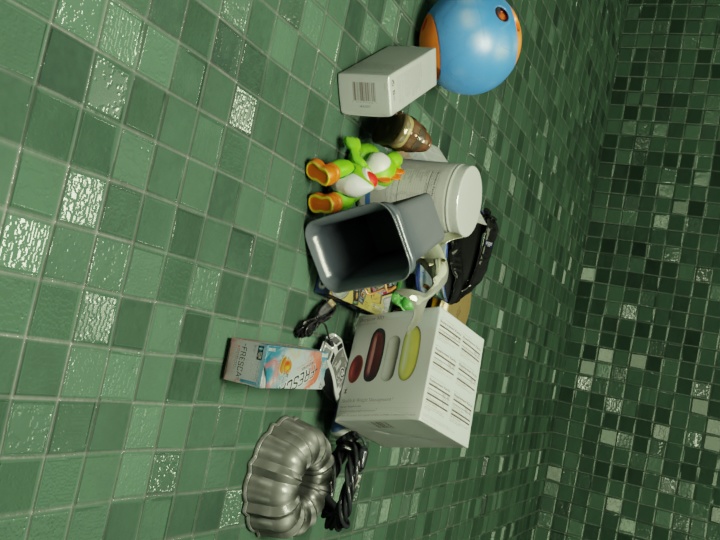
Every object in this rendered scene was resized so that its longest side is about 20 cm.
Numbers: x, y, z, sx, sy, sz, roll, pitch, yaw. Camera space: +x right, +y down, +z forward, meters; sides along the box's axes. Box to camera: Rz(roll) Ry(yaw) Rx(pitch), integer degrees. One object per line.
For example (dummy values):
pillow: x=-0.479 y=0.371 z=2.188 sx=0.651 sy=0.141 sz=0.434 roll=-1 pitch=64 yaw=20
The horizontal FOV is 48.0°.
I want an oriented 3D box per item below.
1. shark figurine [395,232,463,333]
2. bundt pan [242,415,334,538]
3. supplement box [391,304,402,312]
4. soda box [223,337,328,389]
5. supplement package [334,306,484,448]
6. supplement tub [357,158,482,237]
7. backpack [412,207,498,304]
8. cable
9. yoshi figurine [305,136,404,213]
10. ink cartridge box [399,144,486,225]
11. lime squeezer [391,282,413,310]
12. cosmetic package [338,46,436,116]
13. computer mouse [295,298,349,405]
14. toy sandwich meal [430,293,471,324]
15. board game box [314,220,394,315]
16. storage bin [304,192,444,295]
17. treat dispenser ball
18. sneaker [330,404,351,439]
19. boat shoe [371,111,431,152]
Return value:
shark figurine: x=0.119 y=0.011 z=1.370 sx=0.215 sy=0.127 sz=0.090 roll=-94 pitch=178 yaw=-51
bundt pan: x=-0.107 y=0.345 z=1.325 sx=0.202 sy=0.075 sz=0.204 roll=-29 pitch=124 yaw=-57
supplement box: x=0.075 y=0.170 z=1.648 sx=0.201 sy=0.060 sz=0.109 roll=-60 pitch=146 yaw=-35
soda box: x=-0.124 y=0.144 z=1.232 sx=0.200 sy=0.068 sz=0.064 roll=18 pitch=82 yaw=-64
supplement package: x=0.087 y=0.190 z=1.407 sx=0.147 sy=0.190 sz=0.201 roll=36 pitch=56 yaw=-39
supplement tub: x=0.106 y=-0.134 z=1.462 sx=0.132 sy=0.198 sz=0.133 roll=-30 pitch=124 yaw=-58
backpack: x=0.179 y=-0.032 z=1.696 sx=0.199 sy=0.153 sz=0.192 roll=-17 pitch=112 yaw=-49
cable: x=-0.031 y=0.373 z=1.410 sx=0.200 sy=0.050 sz=0.164 roll=128 pitch=-29 yaw=-61
yoshi figurine: x=-0.016 y=-0.164 z=1.361 sx=0.199 sy=0.112 sz=0.112 roll=-25 pitch=80 yaw=-43
ink cartridge box: x=0.161 y=-0.168 z=1.606 sx=0.201 sy=0.050 sz=0.162 roll=62 pitch=22 yaw=15
lime squeezer: x=0.099 y=0.055 z=1.607 sx=0.200 sy=0.070 sz=0.038 roll=43 pitch=36 yaw=-46
cosmetic package: x=0.051 y=-0.332 z=1.404 sx=0.200 sy=0.101 sz=0.075 roll=-41 pitch=134 yaw=-50
computer mouse: x=-0.059 y=0.151 z=1.401 sx=0.110 sy=0.044 sz=0.201 roll=-54 pitch=138 yaw=-51
toy sandwich meal: x=0.196 y=0.082 z=1.865 sx=0.205 sy=0.070 sz=0.207 roll=-40 pitch=137 yaw=-51
board game box: x=0.000 y=0.000 z=1.451 sx=0.200 sy=0.034 sz=0.137 roll=28 pitch=73 yaw=-55
storage bin: x=0.036 y=-0.046 z=1.299 sx=0.134 sy=0.199 sz=0.147 roll=-28 pitch=101 yaw=-43
treat dispenser ball: x=0.214 y=-0.447 z=1.581 sx=0.201 sy=0.199 sz=0.203 roll=-29 pitch=124 yaw=-58
sneaker: x=-0.013 y=0.218 z=1.499 sx=0.077 sy=0.075 sz=0.201 roll=45 pitch=55 yaw=-30
boat shoe: x=0.070 y=-0.238 z=1.405 sx=0.072 sy=0.067 sz=0.200 roll=-62 pitch=-162 yaw=9
